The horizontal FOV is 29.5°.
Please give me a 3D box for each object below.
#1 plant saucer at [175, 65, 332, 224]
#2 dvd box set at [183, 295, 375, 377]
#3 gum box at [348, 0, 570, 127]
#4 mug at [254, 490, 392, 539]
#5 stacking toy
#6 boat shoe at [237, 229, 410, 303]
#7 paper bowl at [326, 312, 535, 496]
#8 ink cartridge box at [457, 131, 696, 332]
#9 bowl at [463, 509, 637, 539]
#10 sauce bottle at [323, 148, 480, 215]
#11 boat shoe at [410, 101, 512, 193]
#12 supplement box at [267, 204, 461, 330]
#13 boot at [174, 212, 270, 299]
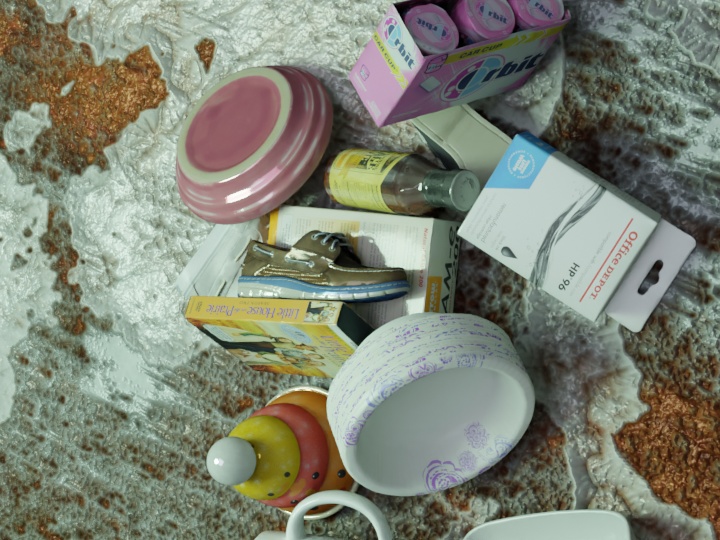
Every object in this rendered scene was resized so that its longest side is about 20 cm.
[{"bbox_3d":[-0.126,-0.147,1.493,0.199,0.051,0.202,-18,52,25],"label":"plant saucer"},{"bbox_3d":[-0.067,0.073,1.443,0.199,0.146,0.030,2,64,33],"label":"dvd box set"},{"bbox_3d":[0.101,-0.217,1.330,0.066,0.199,0.114,60,146,16],"label":"gum box"},{"bbox_3d":[-0.024,0.327,1.419,0.174,0.148,0.202,2,96,19],"label":"mug"},{"bbox_3d":[-0.098,0.198,1.434,0.145,0.200,0.147,-1,88,29],"label":"stacking toy"},{"bbox_3d":[-0.041,-0.004,1.396,0.199,0.072,0.073,0,87,28],"label":"boat shoe"},{"bbox_3d":[0.064,0.122,1.357,0.201,0.200,0.105,-45,41,20],"label":"paper bowl"},{"bbox_3d":[0.210,-0.033,1.322,0.199,0.068,0.116,33,105,9],"label":"ink cartridge box"},{"bbox_3d":[0.178,0.333,1.311,0.199,0.075,0.200,-14,41,34],"label":"bowl"},{"bbox_3d":[0.042,-0.090,1.405,0.199,0.066,0.067,10,94,49],"label":"sauce bottle"},{"bbox_3d":[0.117,-0.119,1.406,0.073,0.063,0.200,-42,88,2],"label":"boat shoe"},{"bbox_3d":[0.000,0.000,1.457,0.199,0.073,0.127,7,93,28],"label":"supplement box"},{"bbox_3d":[-0.115,-0.034,1.533,0.095,0.074,0.200,36,96,-3],"label":"boot"}]
